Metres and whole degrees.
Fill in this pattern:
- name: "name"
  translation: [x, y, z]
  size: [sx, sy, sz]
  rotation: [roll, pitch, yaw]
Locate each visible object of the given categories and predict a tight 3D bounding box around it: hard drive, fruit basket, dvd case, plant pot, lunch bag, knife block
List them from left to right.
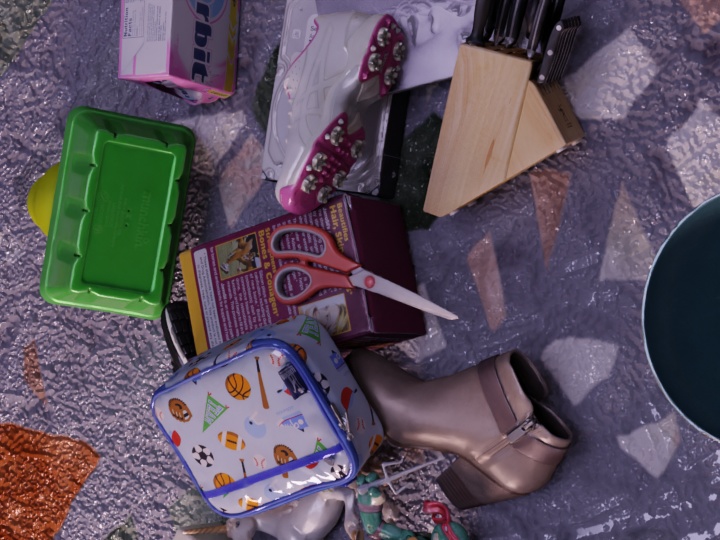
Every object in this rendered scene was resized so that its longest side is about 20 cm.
- name: "fruit basket"
  translation: [-0.258, -0.060, 1.601]
  size: [0.215, 0.154, 0.218]
  rotation: [-170, 90, -74]
- name: "lunch bag"
  translation: [-0.081, 0.136, 1.399]
  size: [0.199, 0.076, 0.161]
  rotation: [-22, 101, 37]
- name: "hard drive"
  translation: [-0.019, -0.177, 1.500]
  size: [0.139, 0.038, 0.202]
  rotation: [10, 91, 31]
- name: "dvd case"
  translation: [0.057, -0.245, 1.437]
  size: [0.198, 0.016, 0.150]
  rotation: [-12, 84, 15]
- name: "knife block"
  translation: [0.110, -0.167, 1.379]
  size: [0.199, 0.064, 0.177]
  rotation: [-30, 87, 26]
- name: "plant pot"
  translation: [0.333, 0.038, 1.212]
  size: [0.198, 0.134, 0.202]
  rotation: [-2, 85, 30]

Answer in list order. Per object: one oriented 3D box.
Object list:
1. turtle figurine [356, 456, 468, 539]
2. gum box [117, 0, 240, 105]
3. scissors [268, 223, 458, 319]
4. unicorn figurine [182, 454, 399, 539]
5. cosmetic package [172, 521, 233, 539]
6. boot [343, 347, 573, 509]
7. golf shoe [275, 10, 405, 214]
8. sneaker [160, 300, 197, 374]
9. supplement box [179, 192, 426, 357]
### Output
- name: "turtle figurine"
  translation: [0.027, 0.264, 1.361]
  size: [0.200, 0.101, 0.150]
  rotation: [-39, 50, 8]
- name: "gum box"
  translation: [-0.176, -0.270, 1.557]
  size: [0.066, 0.113, 0.202]
  rotation: [1, 87, 31]
- name: "scissors"
  translation: [0.000, 0.000, 1.369]
  size: [0.198, 0.014, 0.074]
  rotation: [5, 88, 32]
- name: "unicorn figurine"
  translation: [-0.047, 0.236, 1.475]
  size: [0.200, 0.074, 0.138]
  rotation: [-44, 54, 5]
- name: "cosmetic package"
  translation: [-0.103, 0.336, 1.494]
  size: [0.199, 0.073, 0.104]
  rotation: [29, 102, 29]
- name: "boot"
  translation: [0.091, 0.115, 1.379]
  size: [0.200, 0.070, 0.146]
  rotation: [49, 127, 4]
- name: "golf shoe"
  translation: [-0.035, -0.145, 1.409]
  size: [0.091, 0.075, 0.201]
  rotation: [19, 74, 28]
- name: "sneaker"
  translation: [-0.160, 0.128, 1.545]
  size: [0.087, 0.075, 0.201]
  rotation: [-41, 67, 29]
- name: "supplement box"
  translation: [-0.056, 0.021, 1.469]
  size: [0.199, 0.103, 0.132]
  rotation: [-17, 78, 30]
